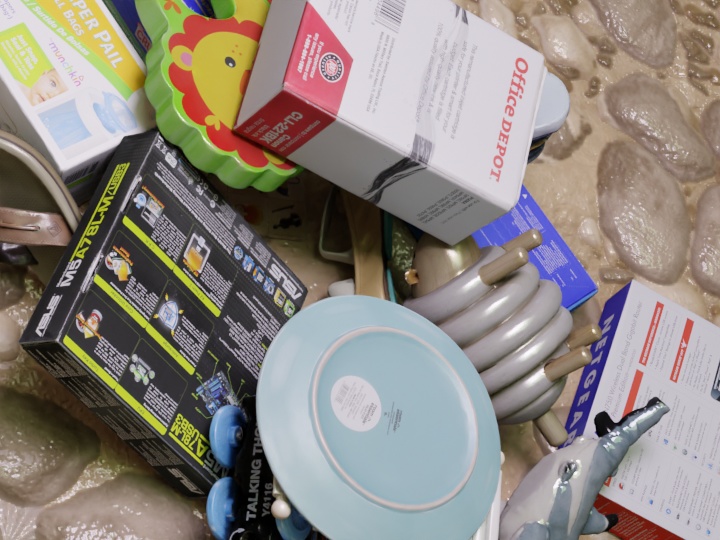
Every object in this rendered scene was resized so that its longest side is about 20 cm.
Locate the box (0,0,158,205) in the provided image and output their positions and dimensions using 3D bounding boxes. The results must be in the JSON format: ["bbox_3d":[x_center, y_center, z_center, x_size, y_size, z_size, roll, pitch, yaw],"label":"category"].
[{"bbox_3d":[-0.247,-0.155,1.493,0.112,0.101,0.200,-30,81,-32],"label":"box"}]

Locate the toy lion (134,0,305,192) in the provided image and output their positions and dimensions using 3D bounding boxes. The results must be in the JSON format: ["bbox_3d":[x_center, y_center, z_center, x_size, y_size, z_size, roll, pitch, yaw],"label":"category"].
[{"bbox_3d":[-0.096,-0.160,1.468,0.200,0.069,0.192,50,45,-1],"label":"toy lion"}]

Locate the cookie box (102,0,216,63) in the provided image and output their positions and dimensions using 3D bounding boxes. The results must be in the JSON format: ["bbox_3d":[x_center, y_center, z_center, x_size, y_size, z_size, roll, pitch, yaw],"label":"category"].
[{"bbox_3d":[-0.090,-0.210,1.598,0.200,0.075,0.171,-29,82,-32],"label":"cookie box"}]

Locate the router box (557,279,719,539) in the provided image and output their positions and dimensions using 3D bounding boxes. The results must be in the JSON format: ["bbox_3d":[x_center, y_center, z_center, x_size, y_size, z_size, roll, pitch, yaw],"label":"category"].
[{"bbox_3d":[0.262,0.134,1.618,0.179,0.049,0.200,29,58,-9],"label":"router box"}]

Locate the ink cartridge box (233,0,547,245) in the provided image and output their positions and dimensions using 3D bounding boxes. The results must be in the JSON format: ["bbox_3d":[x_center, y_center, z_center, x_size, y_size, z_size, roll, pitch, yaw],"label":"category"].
[{"bbox_3d":[0.025,-0.130,1.446,0.200,0.084,0.145,27,58,-20],"label":"ink cartridge box"}]

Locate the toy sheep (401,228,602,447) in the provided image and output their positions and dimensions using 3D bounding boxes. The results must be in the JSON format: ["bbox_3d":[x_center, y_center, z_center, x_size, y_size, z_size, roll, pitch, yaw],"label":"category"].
[{"bbox_3d":[0.105,0.051,1.516,0.138,0.138,0.200,-35,96,-33],"label":"toy sheep"}]

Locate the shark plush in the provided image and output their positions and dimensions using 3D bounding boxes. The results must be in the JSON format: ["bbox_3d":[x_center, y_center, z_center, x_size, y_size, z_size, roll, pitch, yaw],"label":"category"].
[{"bbox_3d":[0.162,0.178,1.520,0.083,0.091,0.200,43,70,-18],"label":"shark plush"}]

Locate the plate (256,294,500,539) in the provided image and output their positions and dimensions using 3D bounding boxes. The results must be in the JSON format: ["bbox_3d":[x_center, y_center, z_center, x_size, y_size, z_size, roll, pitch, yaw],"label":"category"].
[{"bbox_3d":[0.020,0.106,1.379,0.200,0.026,0.201,14,61,-27],"label":"plate"}]

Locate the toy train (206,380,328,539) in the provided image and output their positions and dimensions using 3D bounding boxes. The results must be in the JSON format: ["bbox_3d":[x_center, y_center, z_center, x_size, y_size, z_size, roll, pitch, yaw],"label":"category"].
[{"bbox_3d":[-0.055,0.177,1.417,0.114,0.086,0.201,26,65,-56],"label":"toy train"}]

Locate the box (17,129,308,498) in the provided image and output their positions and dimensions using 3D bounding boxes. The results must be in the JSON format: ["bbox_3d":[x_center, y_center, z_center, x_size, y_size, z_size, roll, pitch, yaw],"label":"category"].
[{"bbox_3d":[-0.136,0.033,1.433,0.200,0.047,0.193,48,52,-37],"label":"box"}]

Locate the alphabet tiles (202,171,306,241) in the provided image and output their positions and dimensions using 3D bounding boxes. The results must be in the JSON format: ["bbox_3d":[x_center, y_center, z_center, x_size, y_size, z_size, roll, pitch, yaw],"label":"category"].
[{"bbox_3d":[-0.095,-0.120,1.603,0.167,0.008,0.201,7,64,-22],"label":"alphabet tiles"}]

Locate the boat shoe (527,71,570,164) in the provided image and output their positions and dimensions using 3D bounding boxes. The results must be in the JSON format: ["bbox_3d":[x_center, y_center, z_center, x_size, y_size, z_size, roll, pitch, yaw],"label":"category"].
[{"bbox_3d":[0.066,-0.104,1.577,0.200,0.091,0.071,-9,68,-12],"label":"boat shoe"}]

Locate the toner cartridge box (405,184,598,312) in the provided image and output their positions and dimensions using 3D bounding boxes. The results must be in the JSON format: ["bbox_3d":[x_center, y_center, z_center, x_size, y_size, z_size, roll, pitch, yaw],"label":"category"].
[{"bbox_3d":[0.100,-0.036,1.629,0.095,0.043,0.200,-30,81,-31],"label":"toner cartridge box"}]

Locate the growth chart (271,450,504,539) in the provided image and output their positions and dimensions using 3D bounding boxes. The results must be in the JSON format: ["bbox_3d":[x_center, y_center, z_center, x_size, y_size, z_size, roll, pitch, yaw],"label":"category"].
[{"bbox_3d":[0.022,0.142,1.388,0.200,0.018,0.145,26,56,-21],"label":"growth chart"}]

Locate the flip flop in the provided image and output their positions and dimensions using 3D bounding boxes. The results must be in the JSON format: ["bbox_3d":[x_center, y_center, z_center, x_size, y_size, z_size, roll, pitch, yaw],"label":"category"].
[{"bbox_3d":[-0.242,-0.024,1.427,0.200,0.081,0.058,56,45,-18],"label":"flip flop"}]

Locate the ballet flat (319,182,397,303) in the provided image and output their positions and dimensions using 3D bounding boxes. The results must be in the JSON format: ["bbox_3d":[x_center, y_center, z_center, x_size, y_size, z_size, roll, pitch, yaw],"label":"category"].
[{"bbox_3d":[0.000,0.000,1.565,0.063,0.069,0.201,-5,65,4],"label":"ballet flat"}]
